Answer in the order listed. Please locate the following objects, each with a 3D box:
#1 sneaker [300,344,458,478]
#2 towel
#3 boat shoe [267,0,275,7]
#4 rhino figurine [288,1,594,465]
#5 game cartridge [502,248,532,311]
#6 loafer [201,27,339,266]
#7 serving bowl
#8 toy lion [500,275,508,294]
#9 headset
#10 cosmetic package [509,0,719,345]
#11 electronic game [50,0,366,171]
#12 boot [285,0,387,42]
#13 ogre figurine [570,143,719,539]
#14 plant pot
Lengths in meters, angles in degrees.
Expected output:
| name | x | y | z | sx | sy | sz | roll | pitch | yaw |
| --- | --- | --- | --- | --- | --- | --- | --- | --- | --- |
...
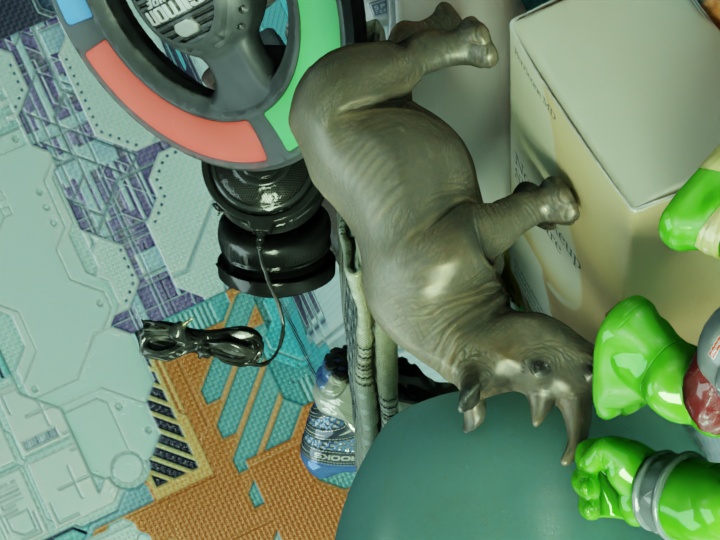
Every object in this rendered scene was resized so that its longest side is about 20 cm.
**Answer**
| name | x | y | z | sx | sy | sz | roll | pitch | yaw |
| --- | --- | --- | --- | --- | --- | --- | --- | --- | --- |
| sneaker | 0.052 | 0.108 | 0.988 | 0.085 | 0.200 | 0.077 | -64 | 23 | 21 |
| towel | 0.000 | 0.000 | 0.835 | 0.193 | 0.034 | 0.200 | -92 | 1 | -49 |
| boat shoe | -0.097 | -0.209 | 0.897 | 0.071 | 0.064 | 0.200 | 14 | -132 | -47 |
| rhino figurine | 0.038 | -0.013 | 0.653 | 0.060 | 0.087 | 0.200 | 87 | 159 | -72 |
| game cartridge | 0.097 | -0.008 | 0.998 | 0.133 | 0.040 | 0.200 | -121 | 10 | -59 |
| loafer | -0.041 | -0.063 | 1.111 | 0.200 | 0.063 | 0.072 | 65 | -176 | 6 |
| serving bowl | 0.047 | -0.085 | 0.802 | 0.200 | 0.066 | 0.200 | -1 | -90 | -89 |
| toy lion | 0.032 | -0.028 | 1.056 | 0.192 | 0.069 | 0.200 | -132 | 18 | -89 |
| headset | -0.062 | -0.032 | 0.884 | 0.124 | 0.094 | 0.200 | 86 | -174 | -50 |
| cosmetic package | 0.115 | -0.025 | 0.699 | 0.200 | 0.071 | 0.105 | 79 | 165 | -59 |
| electronic game | -0.080 | -0.138 | 0.780 | 0.200 | 0.042 | 0.200 | 23 | 133 | 27 |
| boot | -0.011 | -0.197 | 1.055 | 0.200 | 0.073 | 0.090 | -177 | 69 | -72 |
| ogre figurine | 0.142 | 0.030 | 0.542 | 0.098 | 0.200 | 0.120 | 12 | -155 | -51 |
| plant pot | 0.076 | 0.139 | 0.697 | 0.201 | 0.200 | 0.161 | 88 | 180 | -69 |
